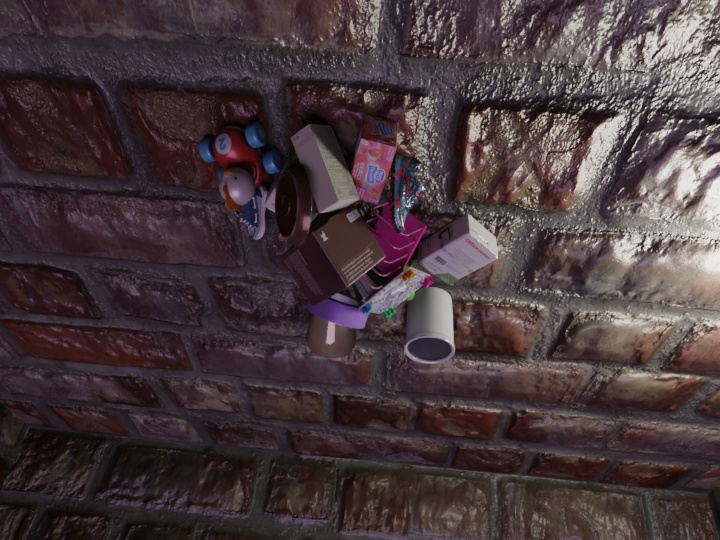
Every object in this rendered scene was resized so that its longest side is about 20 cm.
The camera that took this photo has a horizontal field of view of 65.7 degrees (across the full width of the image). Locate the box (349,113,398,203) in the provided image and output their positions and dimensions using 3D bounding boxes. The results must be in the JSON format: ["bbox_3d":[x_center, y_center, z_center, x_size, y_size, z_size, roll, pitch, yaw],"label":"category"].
[{"bbox_3d":[0.028,-0.281,1.427,0.093,0.101,0.202,12,140,-6],"label":"box"}]

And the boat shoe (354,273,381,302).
[{"bbox_3d":[0.000,0.000,1.675,0.065,0.202,0.072,-35,151,10],"label":"boat shoe"}]

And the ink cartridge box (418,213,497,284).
[{"bbox_3d":[0.291,-0.061,1.669,0.143,0.086,0.198,32,135,-29],"label":"ink cartridge box"}]

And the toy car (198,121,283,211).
[{"bbox_3d":[-0.323,-0.249,1.440,0.180,0.204,0.178,-11,139,21],"label":"toy car"}]

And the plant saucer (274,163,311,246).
[{"bbox_3d":[-0.174,-0.164,1.394,0.034,0.204,0.201,-3,148,-27],"label":"plant saucer"}]

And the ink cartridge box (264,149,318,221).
[{"bbox_3d":[-0.158,-0.231,1.527,0.144,0.086,0.200,27,138,-19],"label":"ink cartridge box"}]

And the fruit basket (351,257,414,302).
[{"bbox_3d":[0.089,0.036,1.766,0.211,0.156,0.220,13,123,20],"label":"fruit basket"}]

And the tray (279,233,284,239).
[{"bbox_3d":[-0.143,-0.117,1.707,0.195,0.038,0.099,16,141,-10],"label":"tray"}]

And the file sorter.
[{"bbox_3d":[0.065,-0.071,1.572,0.138,0.125,0.203,39,123,18],"label":"file sorter"}]

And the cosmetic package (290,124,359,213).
[{"bbox_3d":[-0.087,-0.254,1.389,0.072,0.205,0.103,-23,175,34],"label":"cosmetic package"}]

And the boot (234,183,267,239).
[{"bbox_3d":[-0.328,-0.162,1.624,0.089,0.073,0.203,-24,146,-33],"label":"boot"}]

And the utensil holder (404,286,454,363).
[{"bbox_3d":[0.233,0.183,1.883,0.165,0.204,0.172,4,143,3],"label":"utensil holder"}]

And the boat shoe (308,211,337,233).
[{"bbox_3d":[-0.113,-0.122,1.630,0.070,0.069,0.203,17,120,-19],"label":"boat shoe"}]

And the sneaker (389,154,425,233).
[{"bbox_3d":[0.123,-0.199,1.446,0.093,0.206,0.079,3,177,0],"label":"sneaker"}]

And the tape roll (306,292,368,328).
[{"bbox_3d":[-0.070,0.115,1.756,0.196,0.200,0.067,18,97,-13],"label":"tape roll"}]

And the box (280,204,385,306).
[{"bbox_3d":[-0.075,-0.036,1.473,0.166,0.165,0.199,56,143,-4],"label":"box"}]

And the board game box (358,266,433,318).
[{"bbox_3d":[0.112,0.073,1.670,0.199,0.026,0.199,-40,157,16],"label":"board game box"}]

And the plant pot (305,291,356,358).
[{"bbox_3d":[-0.096,0.169,1.955,0.182,0.190,0.203,7,129,-1],"label":"plant pot"}]

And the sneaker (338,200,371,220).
[{"bbox_3d":[-0.028,-0.176,1.567,0.089,0.071,0.200,37,178,9],"label":"sneaker"}]
